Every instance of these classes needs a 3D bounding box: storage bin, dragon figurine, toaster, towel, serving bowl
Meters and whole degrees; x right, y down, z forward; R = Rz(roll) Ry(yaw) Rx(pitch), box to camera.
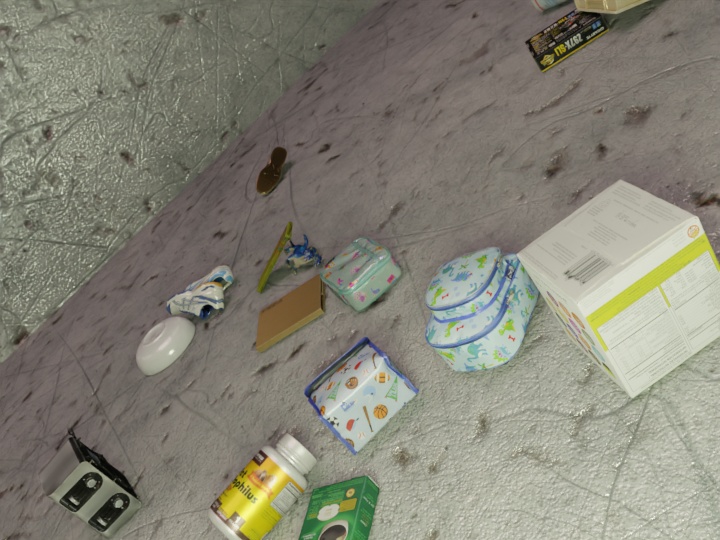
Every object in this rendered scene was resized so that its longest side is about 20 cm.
[{"bbox_3d":[0.675,-0.741,2.044,0.199,0.094,0.199,-25,25,-8],"label":"storage bin"},{"bbox_3d":[-0.153,-0.055,2.145,0.099,0.059,0.200,-33,28,12],"label":"dragon figurine"},{"bbox_3d":[-0.604,0.475,1.775,0.119,0.181,0.200,-48,29,-14],"label":"toaster"},{"bbox_3d":[-0.232,-0.036,2.171,0.201,0.018,0.086,-60,12,26],"label":"towel"},{"bbox_3d":[-0.568,0.202,2.276,0.199,0.066,0.201,-29,29,18],"label":"serving bowl"}]

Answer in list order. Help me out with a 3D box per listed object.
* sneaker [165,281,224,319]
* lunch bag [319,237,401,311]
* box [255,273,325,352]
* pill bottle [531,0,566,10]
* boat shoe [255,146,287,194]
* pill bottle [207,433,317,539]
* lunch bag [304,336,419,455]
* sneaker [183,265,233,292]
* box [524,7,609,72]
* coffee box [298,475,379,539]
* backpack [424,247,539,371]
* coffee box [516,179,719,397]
[{"bbox_3d":[-0.476,0.102,2.282,0.199,0.075,0.089,-22,73,27],"label":"sneaker"},{"bbox_3d":[0.000,0.000,1.846,0.160,0.077,0.200,-43,27,-6],"label":"lunch bag"},{"bbox_3d":[-0.172,0.103,1.969,0.199,0.021,0.164,-32,28,15],"label":"box"},{"bbox_3d":[0.601,-0.852,2.350,0.199,0.109,0.109,-13,37,41],"label":"pill bottle"},{"bbox_3d":[-0.310,-0.338,2.784,0.065,0.072,0.201,115,176,-62],"label":"boat shoe"},{"bbox_3d":[-0.171,0.392,1.426,0.200,0.109,0.109,-48,28,-16],"label":"pill bottle"},{"bbox_3d":[-0.009,0.219,1.483,0.170,0.124,0.200,-41,13,-4],"label":"lunch bag"},{"bbox_3d":[-0.457,0.062,2.348,0.200,0.072,0.073,-37,39,14],"label":"sneaker"},{"bbox_3d":[0.550,-0.629,2.142,0.199,0.049,0.160,-31,25,17],"label":"box"},{"bbox_3d":[-0.045,0.433,1.278,0.122,0.044,0.201,-24,30,30],"label":"coffee box"},{"bbox_3d":[0.201,0.068,1.410,0.182,0.147,0.201,-17,37,41],"label":"backpack"},{"bbox_3d":[0.393,0.022,1.178,0.200,0.198,0.200,-36,26,2],"label":"coffee box"}]
